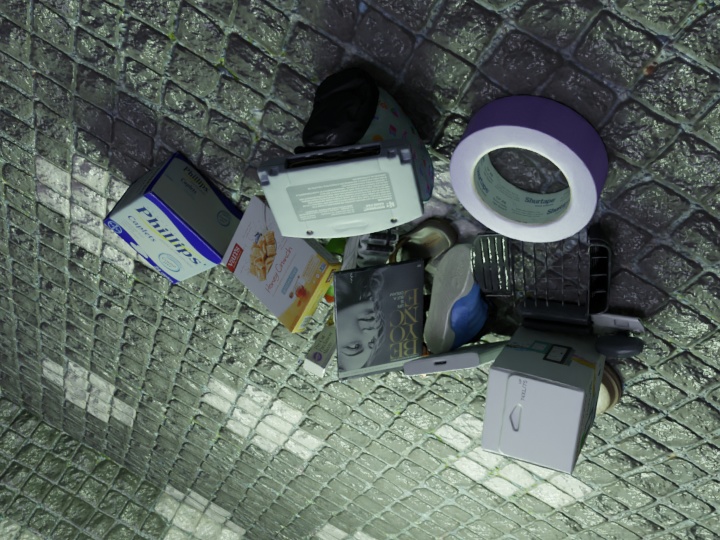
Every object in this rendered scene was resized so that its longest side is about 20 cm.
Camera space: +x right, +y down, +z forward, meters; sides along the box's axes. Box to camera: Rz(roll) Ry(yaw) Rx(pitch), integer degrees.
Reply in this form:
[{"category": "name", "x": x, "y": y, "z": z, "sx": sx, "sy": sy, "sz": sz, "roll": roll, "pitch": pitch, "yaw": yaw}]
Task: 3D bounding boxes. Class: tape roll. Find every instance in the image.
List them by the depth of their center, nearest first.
[{"category": "tape roll", "x": 0.222, "y": -0.131, "z": 1.094, "sx": 0.199, "sy": 0.066, "sz": 0.201, "roll": 20, "pitch": 145, "yaw": 15}]

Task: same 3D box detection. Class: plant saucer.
[{"category": "plant saucer", "x": 0.354, "y": 0.197, "z": 1.441, "sx": 0.199, "sy": 0.030, "sz": 0.201, "roll": 20, "pitch": 145, "yaw": 15}]

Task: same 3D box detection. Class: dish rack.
[{"category": "dish rack", "x": 0.261, "y": -0.001, "z": 1.205, "sx": 0.198, "sy": 0.055, "sz": 0.154, "roll": -1, "pitch": 137, "yaw": 14}]

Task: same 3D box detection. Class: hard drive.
[{"category": "hard drive", "x": 0.173, "y": 0.144, "z": 1.370, "sx": 0.131, "sy": 0.200, "sz": 0.027, "roll": -12, "pitch": 86, "yaw": 29}]

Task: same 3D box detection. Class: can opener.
[{"category": "can opener", "x": 0.340, "y": 0.091, "z": 1.283, "sx": 0.199, "sy": 0.067, "sz": 0.054, "roll": 6, "pitch": 139, "yaw": 29}]

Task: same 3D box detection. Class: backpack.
[{"category": "backpack", "x": 0.015, "y": -0.159, "z": 1.135, "sx": 0.126, "sy": 0.168, "sz": 0.200, "roll": -7, "pitch": 138, "yaw": 34}]

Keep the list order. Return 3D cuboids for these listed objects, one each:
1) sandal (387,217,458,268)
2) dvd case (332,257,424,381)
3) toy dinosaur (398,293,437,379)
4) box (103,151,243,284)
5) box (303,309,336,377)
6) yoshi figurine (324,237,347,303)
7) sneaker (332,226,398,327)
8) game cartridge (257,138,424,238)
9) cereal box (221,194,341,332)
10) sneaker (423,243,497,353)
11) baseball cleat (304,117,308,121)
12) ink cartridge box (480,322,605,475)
[{"category": "sandal", "x": 0.085, "y": -0.019, "z": 1.339, "sx": 0.082, "sy": 0.055, "sz": 0.200, "roll": 39, "pitch": 144, "yaw": -14}, {"category": "dvd case", "x": 0.031, "y": 0.082, "z": 1.329, "sx": 0.147, "sy": 0.016, "sz": 0.201, "roll": -9, "pitch": 120, "yaw": -14}, {"category": "toy dinosaur", "x": 0.083, "y": 0.106, "z": 1.419, "sx": 0.101, "sy": 0.136, "sz": 0.200, "roll": 8, "pitch": 148, "yaw": 24}, {"category": "box", "x": -0.339, "y": -0.090, "z": 1.510, "sx": 0.184, "sy": 0.105, "sz": 0.199, "roll": 45, "pitch": 142, "yaw": -22}, {"category": "box", "x": -0.036, "y": 0.091, "z": 1.437, "sx": 0.041, "sy": 0.201, "sz": 0.039, "roll": 28, "pitch": 149, "yaw": 6}, {"category": "yoshi figurine", "x": -0.055, "y": -0.021, "z": 1.429, "sx": 0.199, "sy": 0.112, "sz": 0.113, "roll": 33, "pitch": 107, "yaw": 20}, {"category": "sneaker", "x": 0.000, "y": 0.000, "z": 1.338, "sx": 0.075, "sy": 0.201, "sz": 0.081, "roll": 11, "pitch": -164, "yaw": -31}, {"category": "game cartridge", "x": -0.021, "y": -0.101, "z": 1.076, "sx": 0.198, "sy": 0.041, "sz": 0.134, "roll": -7, "pitch": 135, "yaw": 10}, {"category": "cereal box", "x": -0.137, "y": -0.013, "z": 1.384, "sx": 0.200, "sy": 0.039, "sz": 0.145, "roll": 41, "pitch": 115, "yaw": 25}, {"category": "sneaker", "x": 0.177, "y": 0.041, "z": 1.338, "sx": 0.077, "sy": 0.111, "sz": 0.201, "roll": 41, "pitch": 130, "yaw": 43}, {"category": "baseball cleat", "x": -0.025, "y": -0.161, "z": 1.243, "sx": 0.106, "sy": 0.070, "sz": 0.200, "roll": 13, "pitch": 152, "yaw": 12}, {"category": "ink cartridge box", "x": 0.290, "y": 0.193, "z": 1.292, "sx": 0.145, "sy": 0.200, "sz": 0.148, "roll": 12, "pitch": 112, "yaw": 23}]
